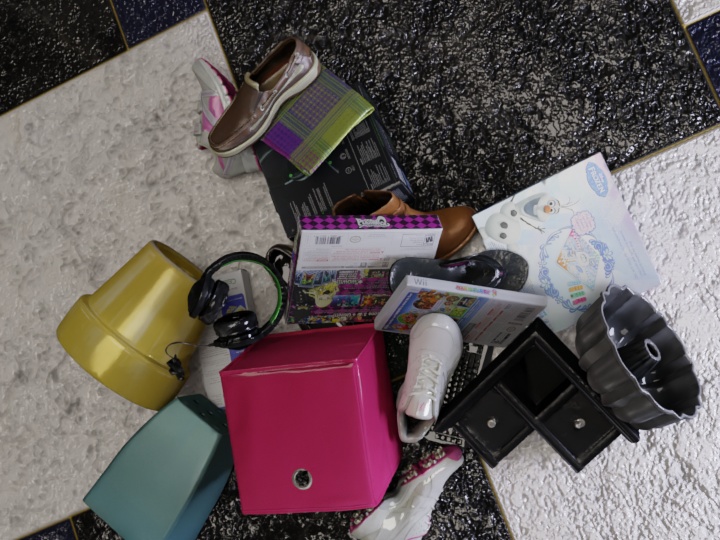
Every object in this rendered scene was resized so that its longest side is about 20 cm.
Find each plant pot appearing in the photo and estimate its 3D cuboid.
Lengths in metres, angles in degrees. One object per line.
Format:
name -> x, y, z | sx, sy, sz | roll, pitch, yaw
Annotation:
plant pot -> -0.271, 0.290, 1.577 | 0.141, 0.141, 0.201 | 37, 98, 14
plant pot -> -0.307, 0.070, 1.571 | 0.200, 0.201, 0.190 | 39, 93, 14

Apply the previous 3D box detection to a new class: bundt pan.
bundt pan -> 0.357, 0.122, 1.423 | 0.076, 0.201, 0.203 | -39, 76, 34

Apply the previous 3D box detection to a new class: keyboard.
keyboard -> 0.121, 0.146, 1.560 | 0.126, 0.021, 0.203 | 12, 87, 15

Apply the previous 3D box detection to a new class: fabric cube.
fabric cube -> -0.062, 0.200, 1.487 | 0.194, 0.200, 0.202 | -5, 100, 13

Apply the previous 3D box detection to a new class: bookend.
bookend -> 0.239, 0.209, 1.473 | 0.199, 0.092, 0.200 | 46, 105, 2

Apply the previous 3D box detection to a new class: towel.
towel -> -0.087, -0.232, 1.553 | 0.144, 0.023, 0.200 | -48, 57, -5

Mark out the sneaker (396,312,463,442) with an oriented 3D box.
sneaker -> 0.092, 0.154, 1.467 | 0.077, 0.100, 0.202 | 10, 122, 3

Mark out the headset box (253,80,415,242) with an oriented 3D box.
headset box -> -0.047, -0.146, 1.582 | 0.198, 0.093, 0.176 | -26, 72, 10

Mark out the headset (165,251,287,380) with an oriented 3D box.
headset -> -0.189, 0.065, 1.480 | 0.200, 0.094, 0.124 | -43, 106, -2

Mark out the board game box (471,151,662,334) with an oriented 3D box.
board game box -> 0.286, -0.031, 1.504 | 0.197, 0.043, 0.202 | -26, 91, 12

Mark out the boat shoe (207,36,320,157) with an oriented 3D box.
boat shoe -> -0.149, -0.252, 1.532 | 0.203, 0.075, 0.075 | -47, 57, -3

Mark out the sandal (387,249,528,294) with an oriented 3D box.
sandal -> 0.137, 0.013, 1.460 | 0.198, 0.048, 0.076 | -4, 89, -11

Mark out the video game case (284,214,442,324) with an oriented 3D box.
video game case -> 0.000, 0.000, 1.495 | 0.197, 0.183, 0.036 | -2, 45, -14

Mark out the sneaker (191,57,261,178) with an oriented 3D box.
sneaker -> -0.221, -0.229, 1.650 | 0.087, 0.081, 0.202 | -25, 79, 9

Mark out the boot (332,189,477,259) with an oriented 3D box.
boot -> 0.063, -0.074, 1.517 | 0.198, 0.156, 0.077 | -15, 56, 10

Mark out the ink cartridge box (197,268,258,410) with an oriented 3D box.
ink cartridge box -> -0.200, 0.106, 1.638 | 0.094, 0.037, 0.203 | -14, 80, 13

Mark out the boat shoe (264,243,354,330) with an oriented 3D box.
boat shoe -> -0.081, 0.046, 1.593 | 0.074, 0.073, 0.200 | -42, 77, 7

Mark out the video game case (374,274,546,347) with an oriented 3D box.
video game case -> 0.133, 0.058, 1.463 | 0.197, 0.143, 0.018 | 8, 61, -15

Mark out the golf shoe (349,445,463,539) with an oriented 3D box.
golf shoe -> 0.079, 0.331, 1.536 | 0.200, 0.075, 0.092 | -41, 92, 10
